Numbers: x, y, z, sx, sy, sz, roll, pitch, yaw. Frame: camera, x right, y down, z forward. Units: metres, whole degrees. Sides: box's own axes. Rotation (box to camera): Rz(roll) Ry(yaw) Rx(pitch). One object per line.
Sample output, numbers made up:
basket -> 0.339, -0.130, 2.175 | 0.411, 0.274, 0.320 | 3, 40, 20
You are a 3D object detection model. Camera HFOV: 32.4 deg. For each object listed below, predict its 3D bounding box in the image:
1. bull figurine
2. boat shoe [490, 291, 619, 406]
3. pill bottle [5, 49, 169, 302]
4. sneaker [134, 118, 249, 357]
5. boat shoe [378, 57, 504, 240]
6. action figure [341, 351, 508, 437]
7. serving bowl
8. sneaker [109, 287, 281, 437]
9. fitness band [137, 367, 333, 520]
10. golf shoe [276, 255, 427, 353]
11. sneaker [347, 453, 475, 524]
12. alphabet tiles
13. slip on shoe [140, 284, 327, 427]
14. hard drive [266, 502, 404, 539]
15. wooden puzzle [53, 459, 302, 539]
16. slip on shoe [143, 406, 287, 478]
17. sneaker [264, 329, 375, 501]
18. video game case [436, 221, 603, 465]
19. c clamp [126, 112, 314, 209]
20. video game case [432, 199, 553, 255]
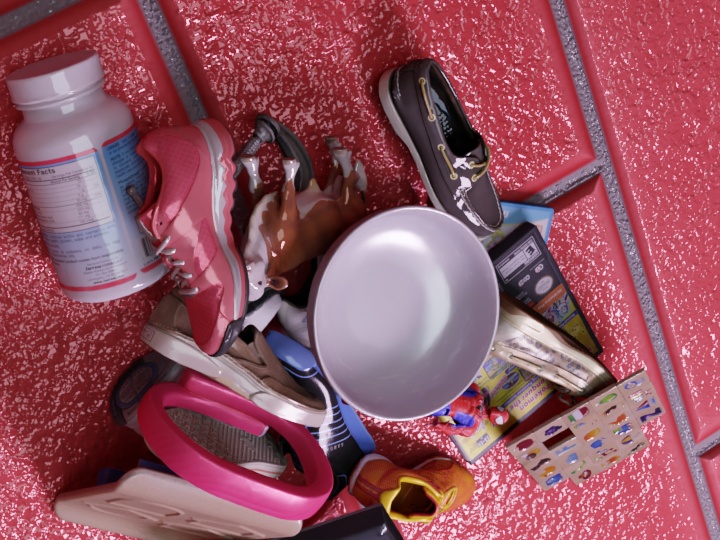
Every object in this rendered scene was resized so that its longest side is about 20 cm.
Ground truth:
bull figurine -> -0.061, -0.050, 1.148 | 0.199, 0.064, 0.124 | -23, 119, -51
boat shoe -> 0.201, 0.095, 1.308 | 0.199, 0.073, 0.063 | 34, 98, -25
pill bottle -> -0.240, -0.083, 1.087 | 0.107, 0.109, 0.203 | -20, 112, -17
sneaker -> -0.151, -0.026, 1.051 | 0.086, 0.073, 0.204 | -5, 89, -33
boat shoe -> 0.092, -0.117, 1.230 | 0.202, 0.060, 0.072 | 56, 45, -21
action figure -> 0.074, 0.131, 1.260 | 0.198, 0.051, 0.067 | 18, 68, -35
serving bowl -> 0.032, 0.037, 1.173 | 0.197, 0.066, 0.204 | -4, 99, -27
sneaker -> -0.151, 0.088, 1.207 | 0.200, 0.075, 0.087 | -42, 129, 0
fitness band -> -0.112, 0.159, 1.129 | 0.198, 0.144, 0.038 | 26, 112, -31
golf shoe -> 0.000, 0.000, 1.238 | 0.200, 0.078, 0.097 | -46, 111, -7
sneaker -> 0.066, 0.241, 1.312 | 0.199, 0.077, 0.074 | 9, 108, -51
alphabet tiles -> 0.258, 0.184, 1.369 | 0.166, 0.008, 0.200 | -31, 147, 8
slip on shoe -> -0.106, 0.081, 1.138 | 0.198, 0.076, 0.061 | 31, 86, -22
hard drive -> -0.050, 0.306, 1.255 | 0.197, 0.033, 0.140 | -19, 141, 6
wooden puzzle -> -0.175, 0.220, 1.179 | 0.183, 0.199, 0.047 | 20, 63, -27
slip on shoe -> -0.144, 0.181, 1.194 | 0.061, 0.074, 0.199 | -41, 151, 12
sneaker -> -0.054, 0.149, 1.241 | 0.078, 0.070, 0.201 | -50, 128, -23
video game case -> 0.148, 0.080, 1.331 | 0.199, 0.025, 0.182 | -38, 116, -10
c clamp -> -0.112, -0.068, 1.143 | 0.201, 0.027, 0.172 | -51, 134, -33
video game case -> 0.126, 0.024, 1.329 | 0.141, 0.018, 0.204 | 5, 103, -24
